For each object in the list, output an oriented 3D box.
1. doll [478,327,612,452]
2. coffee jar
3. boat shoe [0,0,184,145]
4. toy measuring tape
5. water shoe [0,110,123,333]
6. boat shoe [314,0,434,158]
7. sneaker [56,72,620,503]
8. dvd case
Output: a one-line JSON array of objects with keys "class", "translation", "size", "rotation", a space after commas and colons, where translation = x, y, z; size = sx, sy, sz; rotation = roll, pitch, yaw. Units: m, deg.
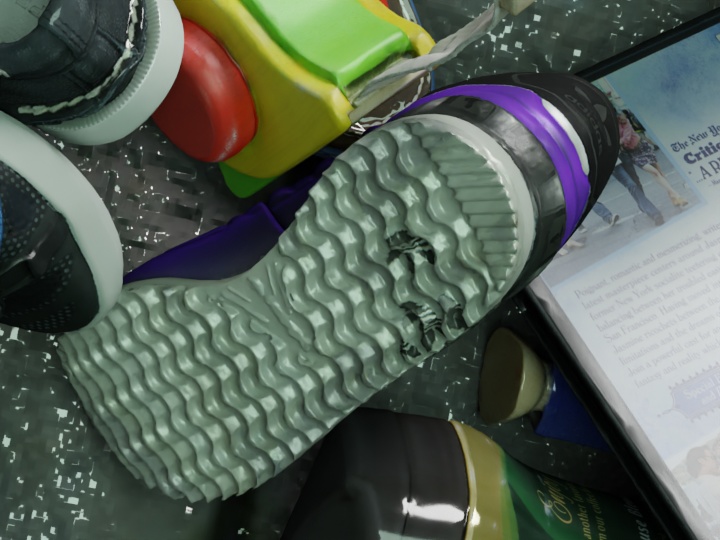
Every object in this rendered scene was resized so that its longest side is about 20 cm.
[{"class": "doll", "translation": [0.142, 0.021, 0.911], "size": [0.200, 0.048, 0.137], "rotation": [8, 87, -14]}, {"class": "coffee jar", "translation": [0.068, 0.112, 0.863], "size": [0.200, 0.085, 0.104], "rotation": [18, 112, -14]}, {"class": "boat shoe", "translation": [-0.133, -0.105, 0.785], "size": [0.200, 0.060, 0.076], "rotation": [30, 88, 27]}, {"class": "toy measuring tape", "translation": [-0.013, -0.072, 0.767], "size": [0.073, 0.200, 0.074], "rotation": [6, 75, -23]}, {"class": "water shoe", "translation": [-0.135, -0.015, 0.725], "size": [0.200, 0.071, 0.079], "rotation": [41, 52, -48]}, {"class": "boat shoe", "translation": [-0.042, -0.117, 0.853], "size": [0.072, 0.072, 0.200], "rotation": [-40, 99, -13]}, {"class": "sneaker", "translation": [0.000, 0.000, 0.822], "size": [0.100, 0.200, 0.070], "rotation": [-36, 96, -46]}, {"class": "dvd case", "translation": [0.129, 0.015, 0.857], "size": [0.143, 0.018, 0.200], "rotation": [-25, 69, -19]}]
